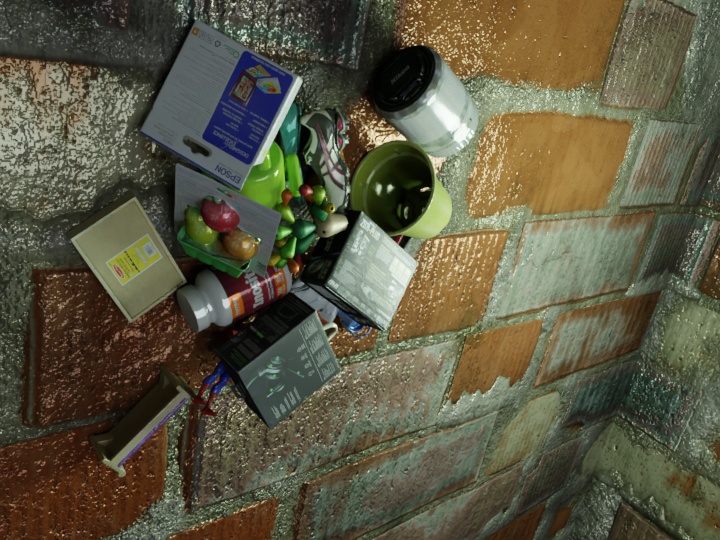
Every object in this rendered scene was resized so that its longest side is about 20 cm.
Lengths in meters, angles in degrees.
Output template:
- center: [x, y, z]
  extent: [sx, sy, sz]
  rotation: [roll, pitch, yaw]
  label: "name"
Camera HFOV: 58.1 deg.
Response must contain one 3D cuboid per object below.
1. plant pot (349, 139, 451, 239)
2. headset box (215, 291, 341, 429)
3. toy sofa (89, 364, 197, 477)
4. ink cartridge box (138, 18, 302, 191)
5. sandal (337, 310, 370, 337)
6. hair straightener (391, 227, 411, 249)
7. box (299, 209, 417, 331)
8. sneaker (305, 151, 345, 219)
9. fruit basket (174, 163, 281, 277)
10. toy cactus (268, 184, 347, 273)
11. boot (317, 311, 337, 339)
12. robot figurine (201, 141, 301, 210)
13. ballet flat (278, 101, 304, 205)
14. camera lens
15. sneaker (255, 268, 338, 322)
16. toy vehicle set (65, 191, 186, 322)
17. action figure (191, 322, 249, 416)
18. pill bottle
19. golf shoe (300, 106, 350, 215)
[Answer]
- center: [0.107, -0.152, 1.400]
  extent: [0.184, 0.199, 0.202]
  rotation: [20, 99, -57]
  label: "plant pot"
- center: [-0.158, 0.177, 1.246]
  extent: [0.199, 0.092, 0.176]
  rotation: [-39, 132, -21]
  label: "headset box"
- center: [-0.407, 0.293, 1.245]
  extent: [0.200, 0.083, 0.098]
  rotation: [-45, 135, -13]
  label: "toy sofa"
- center: [-0.220, -0.259, 1.027]
  extent: [0.202, 0.196, 0.047]
  rotation: [-61, 174, 7]
  label: "ink cartridge box"
- center: [-0.028, 0.084, 1.468]
  extent: [0.079, 0.087, 0.200]
  rotation: [-40, 134, -2]
  label: "sandal"
- center: [0.074, -0.007, 1.543]
  extent: [0.076, 0.041, 0.202]
  rotation: [15, 103, -46]
  label: "hair straightener"
- center: [0.000, 0.000, 1.298]
  extent: [0.200, 0.085, 0.165]
  rotation: [38, 72, -39]
  label: "box"
- center: [-0.063, -0.193, 1.286]
  extent: [0.076, 0.073, 0.203]
  rotation: [-5, 117, -36]
  label: "sneaker"
- center: [-0.227, -0.082, 1.088]
  extent: [0.201, 0.183, 0.094]
  rotation: [116, -2, -51]
  label: "fruit basket"
- center: [-0.086, -0.075, 1.165]
  extent: [0.164, 0.102, 0.202]
  rotation: [-13, 136, -42]
  label: "toy cactus"
- center: [-0.145, 0.140, 1.380]
  extent: [0.198, 0.107, 0.076]
  rotation: [-29, 139, -22]
  label: "boot"
- center: [-0.190, -0.156, 1.139]
  extent: [0.173, 0.117, 0.201]
  rotation: [-9, 146, -9]
  label: "robot figurine"
- center: [-0.144, -0.216, 1.217]
  extent: [0.069, 0.068, 0.203]
  rotation: [-7, 121, -12]
  label: "ballet flat"
- center: [0.132, -0.341, 1.317]
  extent: [0.199, 0.159, 0.161]
  rotation: [31, 92, -47]
  label: "camera lens"
- center: [-0.116, 0.074, 1.344]
  extent: [0.199, 0.075, 0.115]
  rotation: [-39, 100, -1]
  label: "sneaker"
- center: [-0.396, -0.019, 1.115]
  extent: [0.124, 0.026, 0.202]
  rotation: [-38, 134, -20]
  label: "toy vehicle set"
- center: [-0.243, 0.188, 1.283]
  extent: [0.066, 0.098, 0.202]
  rotation: [66, 34, -44]
  label: "action figure"
- center: [-0.238, 0.034, 1.228]
  extent: [0.198, 0.113, 0.114]
  rotation: [-28, 130, -28]
  label: "pill bottle"
- center: [-0.065, -0.200, 1.207]
  extent: [0.087, 0.077, 0.203]
  rotation: [-8, 113, -13]
  label: "golf shoe"
